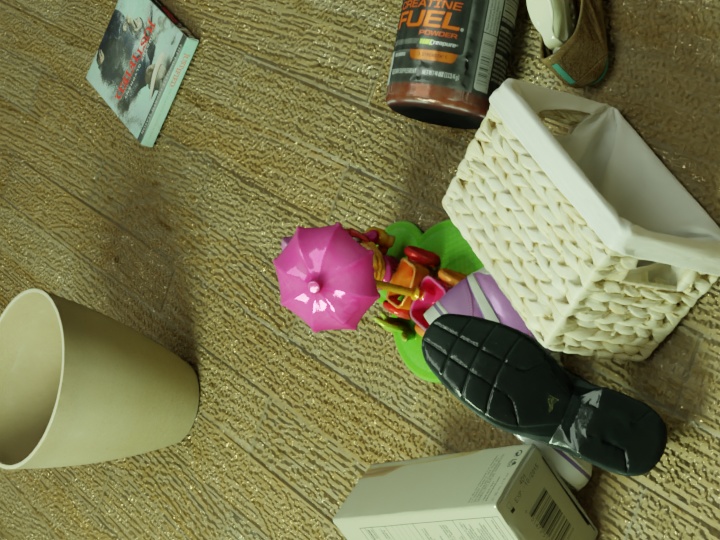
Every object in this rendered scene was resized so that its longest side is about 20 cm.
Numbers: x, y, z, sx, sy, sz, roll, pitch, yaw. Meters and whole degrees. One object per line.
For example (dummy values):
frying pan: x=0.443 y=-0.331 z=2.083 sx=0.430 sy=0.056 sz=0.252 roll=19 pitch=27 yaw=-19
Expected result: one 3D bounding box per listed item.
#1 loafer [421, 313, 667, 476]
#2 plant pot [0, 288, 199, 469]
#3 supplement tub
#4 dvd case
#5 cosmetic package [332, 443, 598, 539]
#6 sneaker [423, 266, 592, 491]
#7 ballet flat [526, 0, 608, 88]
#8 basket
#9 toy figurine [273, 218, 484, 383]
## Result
loafer: x=0.135 y=0.099 z=1.173 sx=0.199 sy=0.072 sz=0.073 roll=31 pitch=83 yaw=8
plant pot: x=-0.280 y=0.129 z=1.659 sx=0.186 sy=0.198 sz=0.190 roll=-17 pitch=67 yaw=48
supplement tub: x=0.089 y=-0.235 z=1.380 sx=0.106 sy=0.106 sz=0.203 roll=6 pitch=84 yaw=51
dvd case: x=-0.274 y=-0.261 z=1.907 sx=0.200 sy=0.022 sz=0.147 roll=47 pitch=116 yaw=46
cosmetic package: x=0.082 y=0.208 z=1.252 sx=0.199 sy=0.106 sz=0.071 roll=-13 pitch=30 yaw=48
sneaker: x=0.148 y=0.073 z=1.249 sx=0.114 sy=0.073 sz=0.201 roll=-37 pitch=67 yaw=3
ballet flat: x=0.168 y=-0.254 z=1.314 sx=0.067 sy=0.072 sz=0.203 roll=-20 pitch=64 yaw=46
basket: x=0.171 y=-0.037 z=1.202 sx=0.124 sy=0.134 sz=0.201 roll=-58 pitch=42 yaw=28
toy figurine: x=0.000 y=0.000 z=1.361 sx=0.200 sy=0.183 sz=0.152 roll=39 pitch=110 yaw=49
